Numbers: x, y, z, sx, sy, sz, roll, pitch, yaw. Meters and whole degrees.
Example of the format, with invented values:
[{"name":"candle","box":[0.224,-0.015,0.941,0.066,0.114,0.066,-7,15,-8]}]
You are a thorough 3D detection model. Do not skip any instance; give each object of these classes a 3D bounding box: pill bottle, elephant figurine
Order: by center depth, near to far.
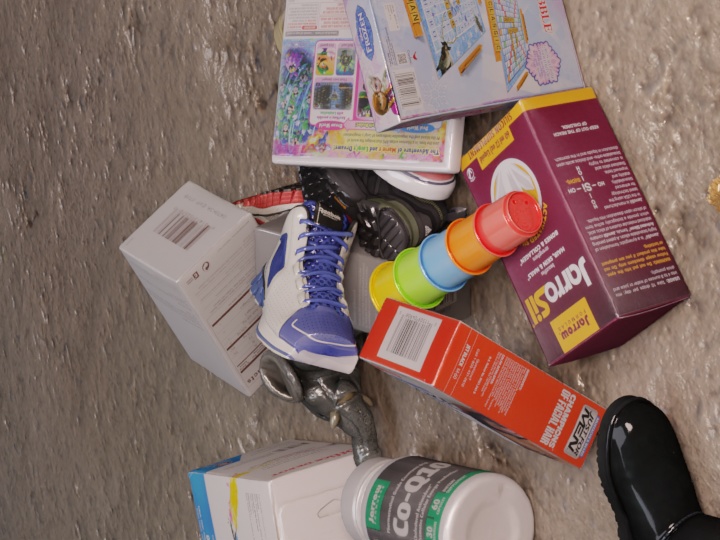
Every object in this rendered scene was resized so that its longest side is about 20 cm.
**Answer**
[{"name":"pill bottle","box":[0.071,0.246,1.514,0.199,0.112,0.114,1,102,57]},{"name":"elephant figurine","box":[-0.044,0.102,1.639,0.156,0.140,0.201,-86,-4,-50]}]

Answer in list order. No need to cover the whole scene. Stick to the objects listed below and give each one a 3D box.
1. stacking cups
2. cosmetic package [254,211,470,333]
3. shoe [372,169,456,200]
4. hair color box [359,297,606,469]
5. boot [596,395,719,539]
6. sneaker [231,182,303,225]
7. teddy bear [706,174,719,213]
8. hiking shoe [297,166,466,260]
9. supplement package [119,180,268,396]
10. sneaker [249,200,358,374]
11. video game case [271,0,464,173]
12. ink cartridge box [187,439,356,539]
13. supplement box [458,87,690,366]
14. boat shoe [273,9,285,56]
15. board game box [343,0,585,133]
[{"name":"stacking cups","box":[0.083,-0.009,1.297,0.200,0.060,0.061,-30,76,53]},{"name":"cosmetic package","box":[0.000,0.000,1.496,0.199,0.106,0.091,13,114,36]},{"name":"shoe","box":[0.030,-0.156,1.394,0.200,0.071,0.092,50,133,36]},{"name":"hair color box","box":[0.108,0.100,1.329,0.111,0.199,0.064,16,79,54]},{"name":"boot","box":[0.274,0.208,1.222,0.162,0.073,0.200,15,121,57]},{"name":"sneaker","box":[-0.108,-0.047,1.725,0.199,0.077,0.083,-9,97,60]},{"name":"teddy bear","box":[0.314,-0.025,1.099,0.145,0.066,0.202,19,124,64]},{"name":"hiking shoe","box":[0.015,-0.076,1.471,0.200,0.100,0.076,41,140,44]},{"name":"supplement package","box":[-0.158,0.021,1.702,0.116,0.117,0.201,27,153,41]},{"name":"sneaker","box":[-0.047,0.002,1.376,0.200,0.080,0.116,-121,48,-63]},{"name":"video game case","box":[0.010,-0.182,1.361,0.199,0.024,0.184,6,91,35]},{"name":"ink cartridge box","box":[-0.078,0.283,1.728,0.199,0.146,0.146,-6,96,58]},{"name":"supplement box","box":[0.176,-0.037,1.275,0.110,0.085,0.201,-44,64,53]},{"name":"boat shoe","box":[-0.033,-0.205,1.556,0.201,0.071,0.065,61,145,26]},{"name":"board game box","box":[0.078,-0.228,1.256,0.041,0.198,0.202,-17,86,58]}]
